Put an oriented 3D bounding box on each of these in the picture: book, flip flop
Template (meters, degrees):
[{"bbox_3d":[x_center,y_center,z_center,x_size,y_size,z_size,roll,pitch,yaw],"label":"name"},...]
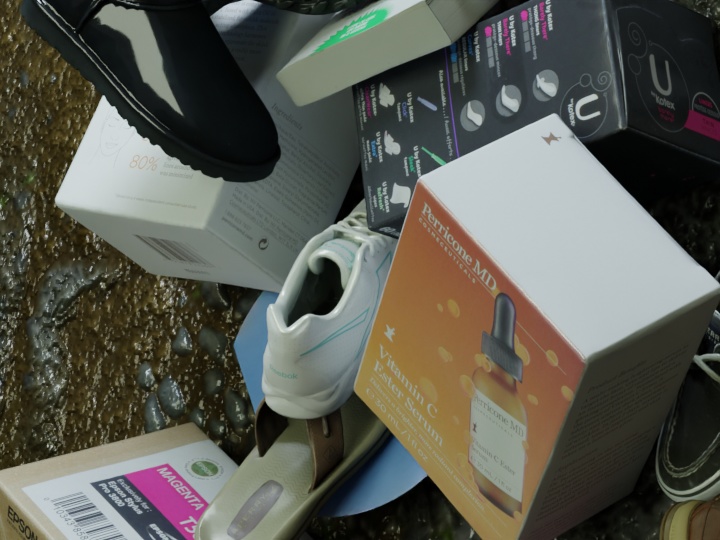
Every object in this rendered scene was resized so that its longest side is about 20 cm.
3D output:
[{"bbox_3d":[0.046,-0.181,1.670,0.133,0.048,0.200,-21,21,41],"label":"book"},{"bbox_3d":[-0.040,0.101,1.659,0.081,0.058,0.200,27,72,39],"label":"flip flop"}]

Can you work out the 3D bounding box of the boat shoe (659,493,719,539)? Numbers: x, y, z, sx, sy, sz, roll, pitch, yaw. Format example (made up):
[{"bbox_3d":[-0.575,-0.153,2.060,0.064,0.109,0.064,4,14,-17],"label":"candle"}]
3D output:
[{"bbox_3d":[0.213,0.217,1.465,0.067,0.072,0.201,-23,61,38],"label":"boat shoe"}]

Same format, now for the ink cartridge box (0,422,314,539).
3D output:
[{"bbox_3d":[-0.127,0.192,1.707,0.200,0.164,0.075,39,131,41],"label":"ink cartridge box"}]

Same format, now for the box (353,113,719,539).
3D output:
[{"bbox_3d":[0.097,0.041,1.517,0.152,0.106,0.200,48,146,26],"label":"box"}]

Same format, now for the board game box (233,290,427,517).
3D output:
[{"bbox_3d":[0.007,0.068,1.717,0.158,0.039,0.200,-31,55,16],"label":"board game box"}]

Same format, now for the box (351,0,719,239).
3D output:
[{"bbox_3d":[0.109,-0.089,1.614,0.200,0.122,0.107,-21,67,37],"label":"box"}]

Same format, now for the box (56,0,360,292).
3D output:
[{"bbox_3d":[-0.084,-0.101,1.766,0.152,0.106,0.201,10,70,44],"label":"box"}]

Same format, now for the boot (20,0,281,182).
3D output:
[{"bbox_3d":[-0.102,-0.170,1.601,0.200,0.076,0.168,40,125,11],"label":"boot"}]

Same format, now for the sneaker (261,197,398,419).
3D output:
[{"bbox_3d":[0.000,0.000,1.650,0.070,0.080,0.201,16,49,20],"label":"sneaker"}]

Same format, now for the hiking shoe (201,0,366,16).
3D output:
[{"bbox_3d":[-0.057,-0.206,1.668,0.199,0.075,0.087,-4,31,23],"label":"hiking shoe"}]

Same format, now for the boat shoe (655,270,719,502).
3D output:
[{"bbox_3d":[0.215,0.041,1.521,0.071,0.064,0.201,31,99,43],"label":"boat shoe"}]
